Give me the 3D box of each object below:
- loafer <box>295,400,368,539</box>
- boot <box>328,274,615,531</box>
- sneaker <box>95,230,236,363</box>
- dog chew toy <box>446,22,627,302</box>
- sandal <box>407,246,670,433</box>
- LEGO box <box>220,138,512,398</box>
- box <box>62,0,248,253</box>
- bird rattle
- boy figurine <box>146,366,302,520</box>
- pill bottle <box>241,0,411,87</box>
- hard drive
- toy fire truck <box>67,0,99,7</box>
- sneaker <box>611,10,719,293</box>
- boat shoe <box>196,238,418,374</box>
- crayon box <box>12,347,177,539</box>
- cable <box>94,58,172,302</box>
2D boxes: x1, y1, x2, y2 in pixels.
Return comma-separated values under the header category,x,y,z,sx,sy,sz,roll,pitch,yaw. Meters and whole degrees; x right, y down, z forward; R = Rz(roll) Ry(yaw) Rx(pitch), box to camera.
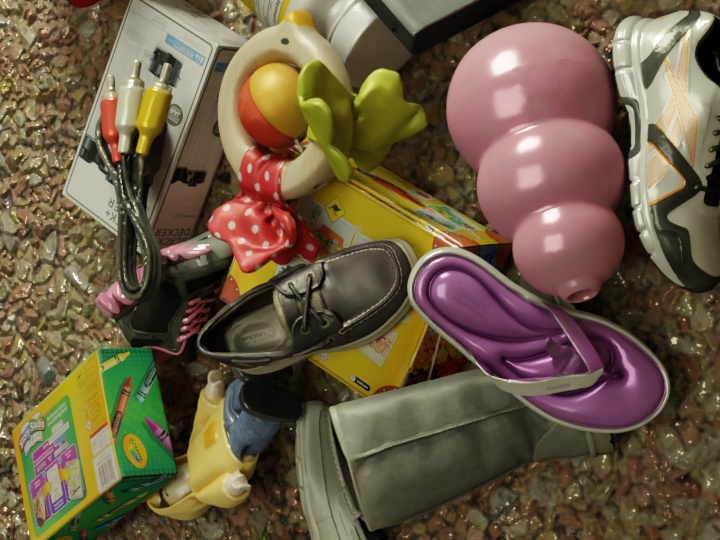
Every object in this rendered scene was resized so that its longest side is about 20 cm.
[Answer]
category,x,y,z,sx,sy,sz,roll,pitch,yaw
loafer,-0.011,0.203,1.333,0.069,0.070,0.202,-12,80,-1
boot,0.074,0.084,1.206,0.198,0.073,0.183,-14,84,11
sneaker,-0.152,0.028,1.404,0.200,0.079,0.096,-31,82,53
dog chew toy,0.133,-0.073,1.151,0.124,0.124,0.201,-28,62,34
sandal,0.121,0.055,1.139,0.202,0.050,0.083,27,96,3
LEGO box,0.000,0.000,1.296,0.199,0.077,0.150,33,111,30
box,-0.176,-0.128,1.427,0.116,0.060,0.201,35,113,29
bird rattle,-0.050,-0.101,1.235,0.200,0.112,0.164,-43,63,43
boy figurine,-0.121,0.146,1.392,0.200,0.064,0.125,-49,43,40
pill bottle,-0.041,-0.239,1.290,0.200,0.112,0.113,46,117,24
hard drive,0.035,-0.265,1.226,0.200,0.139,0.033,51,156,22
toy fire truck,-0.222,-0.337,1.421,0.199,0.112,0.169,-10,52,37
sneaker,0.229,-0.085,1.128,0.080,0.074,0.202,-11,87,34
boat shoe,-0.042,0.032,1.241,0.199,0.065,0.072,-23,78,34
crayon box,-0.241,0.162,1.452,0.200,0.058,0.120,-39,58,47
cable,-0.199,-0.074,1.356,0.097,0.050,0.202,-6,72,38
